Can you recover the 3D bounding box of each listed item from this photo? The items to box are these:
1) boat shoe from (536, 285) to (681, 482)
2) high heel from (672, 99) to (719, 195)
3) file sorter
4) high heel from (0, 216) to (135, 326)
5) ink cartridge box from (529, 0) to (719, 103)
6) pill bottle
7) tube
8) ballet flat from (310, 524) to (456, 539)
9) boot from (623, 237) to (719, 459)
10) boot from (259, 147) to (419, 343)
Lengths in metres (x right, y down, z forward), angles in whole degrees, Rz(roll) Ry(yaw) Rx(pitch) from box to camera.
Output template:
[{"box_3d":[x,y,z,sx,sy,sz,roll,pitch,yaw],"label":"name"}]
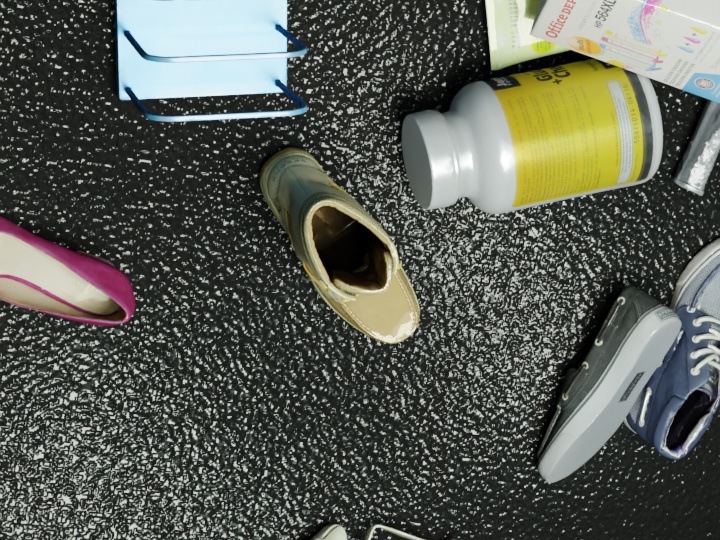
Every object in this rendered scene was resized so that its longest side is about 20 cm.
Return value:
[{"box_3d":[0.212,0.102,1.724,0.069,0.057,0.200,1,128,-52],"label":"boat shoe"},{"box_3d":[0.390,-0.111,1.697,0.200,0.071,0.143,18,108,-12],"label":"high heel"},{"box_3d":[-0.113,-0.221,1.485,0.139,0.123,0.200,-4,109,-15],"label":"file sorter"},{"box_3d":[-0.277,0.003,1.523,0.200,0.096,0.067,18,102,-21],"label":"high heel"},{"box_3d":[0.231,-0.239,1.537,0.200,0.129,0.125,19,73,-1],"label":"ink cartridge box"},{"box_3d":[0.141,-0.109,1.603,0.200,0.112,0.112,-12,111,-13],"label":"pill bottle"},{"box_3d":[0.202,-0.219,1.623,0.200,0.052,0.058,-9,69,-9],"label":"tube"},{"box_3d":[0.001,0.261,1.715,0.200,0.069,0.071,2,89,-22],"label":"ballet flat"},{"box_3d":[0.309,0.072,1.725,0.073,0.090,0.200,22,100,-22],"label":"boot"},{"box_3d":[0.000,0.000,1.573,0.073,0.155,0.200,-34,114,-4],"label":"boot"}]
